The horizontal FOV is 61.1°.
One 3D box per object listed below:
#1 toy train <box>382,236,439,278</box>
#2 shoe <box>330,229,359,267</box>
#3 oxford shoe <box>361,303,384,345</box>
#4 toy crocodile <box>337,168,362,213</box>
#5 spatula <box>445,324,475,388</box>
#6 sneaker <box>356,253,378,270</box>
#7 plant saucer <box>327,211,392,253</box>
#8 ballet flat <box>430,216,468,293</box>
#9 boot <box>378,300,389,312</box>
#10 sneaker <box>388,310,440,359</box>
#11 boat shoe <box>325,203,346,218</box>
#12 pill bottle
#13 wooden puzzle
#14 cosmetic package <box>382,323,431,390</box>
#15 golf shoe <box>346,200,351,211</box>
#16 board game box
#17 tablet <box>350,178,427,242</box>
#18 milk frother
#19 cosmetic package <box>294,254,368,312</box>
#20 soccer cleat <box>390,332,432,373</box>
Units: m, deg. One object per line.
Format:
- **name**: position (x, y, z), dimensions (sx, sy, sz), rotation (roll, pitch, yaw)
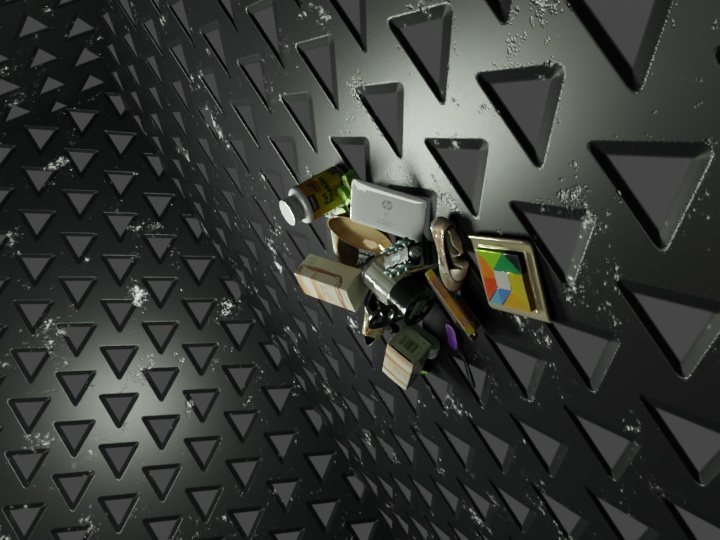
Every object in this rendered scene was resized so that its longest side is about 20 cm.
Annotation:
- **toy train**: position (0.129, -0.031, 1.541), dimensions (0.200, 0.112, 0.086), rotation (152, 116, -70)
- **shoe**: position (-0.049, -0.085, 1.852), dimensions (0.054, 0.069, 0.202), rotation (103, 156, -60)
- **oxford shoe**: position (0.040, 0.166, 1.868), dimensions (0.070, 0.075, 0.201), rotation (23, 149, 21)
- **toy crocodile**: position (-0.017, -0.197, 1.694), dimensions (0.062, 0.067, 0.201), rotation (39, 153, 31)
- **spatula**: position (0.279, 0.241, 1.682), dimensions (0.202, 0.020, 0.056), rotation (63, 169, -15)
- **sneaker**: position (0.000, 0.000, 1.845), dimensions (0.199, 0.108, 0.071), rotation (4, 123, 63)
- **plant saucer**: position (0.005, -0.111, 1.702), dimensions (0.198, 0.036, 0.200), rotation (22, 163, 7)
- **ballet flat**: position (0.216, -0.030, 1.427), dimensions (0.067, 0.068, 0.202), rotation (12, 131, 50)
- **boot**: position (0.066, 0.089, 1.879), dimensions (0.203, 0.073, 0.155), rotation (12, 135, 57)
- **sneaker**: position (0.153, 0.193, 1.815), dimensions (0.200, 0.073, 0.071), rotation (44, 149, 31)
- **boat shoe**: position (-0.083, -0.185, 1.835), dimensions (0.200, 0.065, 0.074), rotation (40, 150, 42)
- **pill bottle**: position (-0.128, -0.208, 1.733), dimensions (0.109, 0.199, 0.110), rotation (44, 154, 29)
- **wooden puzzle**: position (0.316, 0.018, 1.313), dimensions (0.184, 0.037, 0.202), rotation (13, 130, 59)
- **cosmetic package**: position (0.130, 0.253, 1.767), dimensions (0.103, 0.087, 0.201), rotation (36, 154, 19)
- **golf shoe**: position (0.045, -0.148, 1.589), dimensions (0.199, 0.097, 0.079), rotation (30, 142, 46)
- **board game box**: position (0.234, 0.080, 1.505), dimensions (0.201, 0.030, 0.095), rotation (58, -162, 7)
- **tablet**: position (0.067, -0.148, 1.517), dimensions (0.198, 0.014, 0.131), rotation (19, 133, 15)
- **milk frother**: position (0.066, 0.062, 1.651), dimensions (0.188, 0.181, 0.200), rotation (41, -175, 34)
- **cosmetic package**: position (-0.082, 0.035, 1.792), dimensions (0.198, 0.088, 0.104), rotation (16, 146, 34)
- **soccer cleat**: position (0.158, 0.233, 1.879), dimensions (0.081, 0.067, 0.201), rotation (-7, 119, 54)
